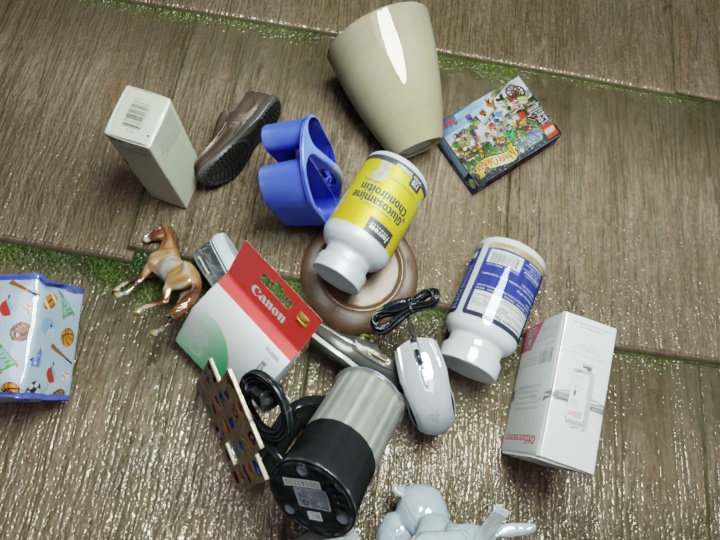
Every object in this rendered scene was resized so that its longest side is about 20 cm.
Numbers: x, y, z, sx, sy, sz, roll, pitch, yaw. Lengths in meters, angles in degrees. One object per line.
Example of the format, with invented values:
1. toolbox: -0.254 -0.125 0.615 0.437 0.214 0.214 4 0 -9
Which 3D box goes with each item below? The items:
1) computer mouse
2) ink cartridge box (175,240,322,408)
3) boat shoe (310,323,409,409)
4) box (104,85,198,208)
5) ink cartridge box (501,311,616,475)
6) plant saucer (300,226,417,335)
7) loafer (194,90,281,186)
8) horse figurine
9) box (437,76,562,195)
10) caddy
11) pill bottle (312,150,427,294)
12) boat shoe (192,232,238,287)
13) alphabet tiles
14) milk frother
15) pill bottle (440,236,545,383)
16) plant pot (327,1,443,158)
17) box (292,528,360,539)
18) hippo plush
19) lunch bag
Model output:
1. computer mouse: 0.088 0.135 0.729 0.107 0.044 0.204 -17 87 1
2. ink cartridge box: -0.163 0.087 0.726 0.161 0.201 0.050 44 34 9
3. boat shoe: 0.012 0.135 0.782 0.199 0.072 0.061 35 75 -3
4. box: -0.301 -0.176 0.774 0.067 0.200 0.084 17 72 1
5. ink cartridge box: 0.284 0.179 0.752 0.081 0.147 0.204 18 74 1
6. plant saucer: 0.000 0.000 0.837 0.195 0.037 0.205 1 73 -4
7. loafer: -0.215 -0.226 0.872 0.070 0.073 0.201 30 67 13
8. horse figurine: -0.295 0.015 0.776 0.199 0.050 0.132 31 66 36
9. box: 0.244 -0.245 0.929 0.198 0.038 0.138 -32 79 -13
10. caddy: -0.079 -0.147 0.795 0.102 0.200 0.145 -2 75 11
11. pill bottle: 0.012 -0.070 0.782 0.111 0.112 0.202 29 73 4
12. boat shoe: -0.193 0.041 0.797 0.070 0.072 0.202 -31 74 3
13. alphabet tiles: -0.172 0.201 0.682 0.007 0.200 0.170 -18 74 -32
14. milk frother: -0.049 0.184 0.667 0.177 0.204 0.188 13 29 17
15. pill bottle: 0.199 0.061 0.795 0.114 0.116 0.203 27 73 3
16. plant pot: 0.062 -0.299 0.870 0.184 0.187 0.204 -20 90 -11
17. box: -0.067 0.432 0.619 0.196 0.199 0.174 -21 76 -12
18. hippo plush: 0.080 0.343 0.666 0.159 0.160 0.202 37 86 -32
19. lunch bag: -0.517 0.098 0.720 0.195 0.124 0.174 -2 73 9
